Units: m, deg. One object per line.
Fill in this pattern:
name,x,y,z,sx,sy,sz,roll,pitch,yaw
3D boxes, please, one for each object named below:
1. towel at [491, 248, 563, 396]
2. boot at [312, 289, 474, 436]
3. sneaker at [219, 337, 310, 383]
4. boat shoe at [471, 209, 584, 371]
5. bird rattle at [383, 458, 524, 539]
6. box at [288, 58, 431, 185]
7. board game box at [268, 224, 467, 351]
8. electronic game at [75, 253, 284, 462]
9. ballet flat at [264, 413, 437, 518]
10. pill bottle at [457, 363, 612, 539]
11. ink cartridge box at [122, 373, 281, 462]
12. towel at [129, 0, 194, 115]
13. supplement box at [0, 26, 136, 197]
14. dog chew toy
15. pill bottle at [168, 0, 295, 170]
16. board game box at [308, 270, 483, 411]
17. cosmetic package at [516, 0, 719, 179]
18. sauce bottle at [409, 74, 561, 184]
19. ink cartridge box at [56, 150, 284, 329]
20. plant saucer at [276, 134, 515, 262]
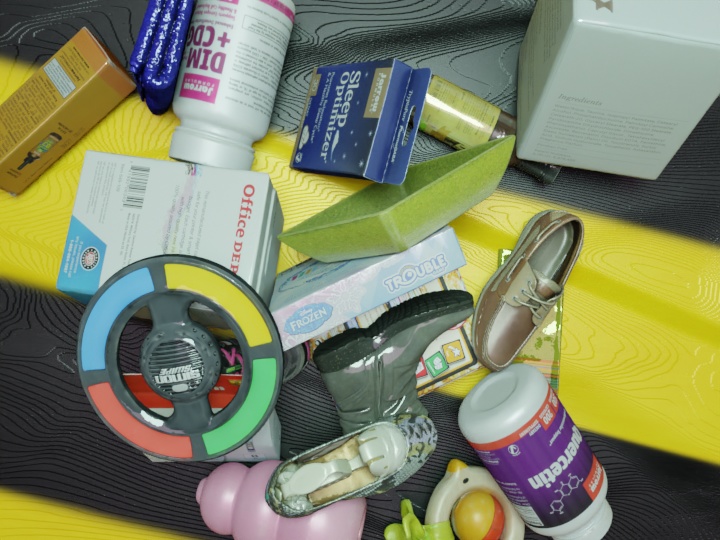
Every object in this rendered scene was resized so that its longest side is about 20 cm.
towel,0.202,0.079,0.851,0.083,0.018,0.206,3,91,-1
boot,0.052,0.112,0.792,0.196,0.068,0.133,-24,103,0
sneaker,-0.155,0.114,0.818,0.194,0.087,0.076,-8,91,0
boat shoe,0.189,0.019,0.794,0.074,0.072,0.204,27,84,-12
bird rattle,0.135,0.316,0.820,0.196,0.113,0.166,27,75,-3
box,-0.007,-0.163,0.766,0.032,0.198,0.124,14,92,-36
board game box,0.000,0.000,0.758,0.196,0.199,0.044,-25,101,2
electronic game,-0.168,0.085,0.659,0.194,0.042,0.206,0,105,1
ballet flat,-0.009,0.202,0.733,0.196,0.072,0.074,-22,91,-5
pill bottle,0.203,0.213,0.797,0.111,0.113,0.202,-36,103,1
ink cartridge box,-0.173,0.164,0.768,0.155,0.201,0.048,0,63,1
towel,-0.211,-0.253,0.756,0.048,0.200,0.152,12,91,-18
supplement box,-0.360,-0.181,0.817,0.200,0.067,0.069,-43,73,0
dog chew toy,-0.094,0.276,0.811,0.195,0.124,0.128,12,91,9
pill bottle,-0.148,-0.215,0.797,0.110,0.113,0.206,14,91,0
board game box,0.042,0.076,0.836,0.196,0.046,0.155,-24,91,1
cosmetic package,0.264,-0.228,0.726,0.162,0.201,0.171,9,63,0
sauce bottle,0.142,-0.162,0.822,0.196,0.065,0.066,28,91,1
ink cartridge box,-0.194,-0.024,0.770,0.194,0.146,0.151,8,77,2
plant saucer,0.041,-0.064,0.728,0.198,0.198,0.049,-33,104,-33
